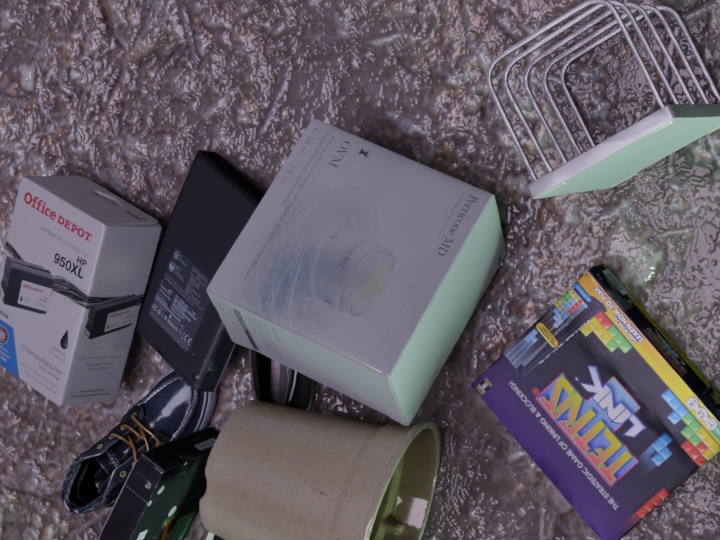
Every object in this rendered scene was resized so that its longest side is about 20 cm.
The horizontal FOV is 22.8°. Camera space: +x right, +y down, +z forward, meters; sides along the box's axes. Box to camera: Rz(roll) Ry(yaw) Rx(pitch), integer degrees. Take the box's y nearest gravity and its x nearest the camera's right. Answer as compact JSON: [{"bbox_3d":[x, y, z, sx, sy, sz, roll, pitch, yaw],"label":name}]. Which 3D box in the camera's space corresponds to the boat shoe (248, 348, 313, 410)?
[{"bbox_3d":[-0.080,0.054,1.771,0.066,0.057,0.202,1,97,26],"label":"boat shoe"}]

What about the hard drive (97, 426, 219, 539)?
[{"bbox_3d":[-0.217,0.260,1.821,0.038,0.139,0.201,33,111,19],"label":"hard drive"}]

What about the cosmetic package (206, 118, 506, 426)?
[{"bbox_3d":[0.000,0.000,1.641,0.199,0.123,0.200,24,70,19],"label":"cosmetic package"}]

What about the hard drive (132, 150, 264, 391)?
[{"bbox_3d":[-0.155,-0.001,1.790,0.139,0.033,0.201,40,114,40],"label":"hard drive"}]

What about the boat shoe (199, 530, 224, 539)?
[{"bbox_3d":[-0.118,0.252,1.814,0.066,0.075,0.201,23,92,-5],"label":"boat shoe"}]

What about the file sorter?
[{"bbox_3d":[0.212,-0.151,1.524,0.138,0.200,0.125,-30,82,26],"label":"file sorter"}]

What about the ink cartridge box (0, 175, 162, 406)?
[{"bbox_3d":[-0.302,0.018,1.844,0.144,0.084,0.202,28,108,36],"label":"ink cartridge box"}]

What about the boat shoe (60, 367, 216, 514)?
[{"bbox_3d":[-0.228,0.178,1.842,0.071,0.091,0.201,44,113,14],"label":"boat shoe"}]

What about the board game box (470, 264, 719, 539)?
[{"bbox_3d":[0.225,0.124,1.634,0.165,0.057,0.200,-46,77,22],"label":"board game box"}]

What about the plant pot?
[{"bbox_3d":[-0.044,0.211,1.687,0.182,0.200,0.202,17,104,18],"label":"plant pot"}]
